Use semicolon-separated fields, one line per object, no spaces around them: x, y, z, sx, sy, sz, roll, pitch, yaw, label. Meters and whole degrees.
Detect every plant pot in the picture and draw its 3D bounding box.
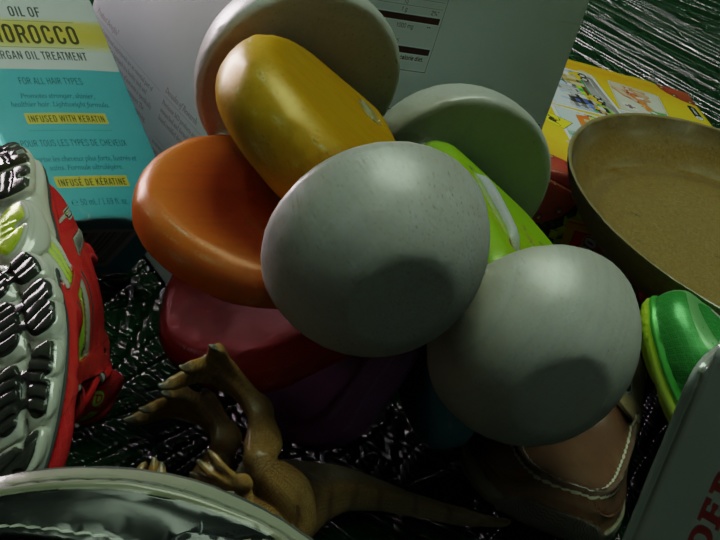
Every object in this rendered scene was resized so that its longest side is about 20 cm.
0.182;-0.009;0.969;0.198;0.028;0.201;19;29;-11;plant pot

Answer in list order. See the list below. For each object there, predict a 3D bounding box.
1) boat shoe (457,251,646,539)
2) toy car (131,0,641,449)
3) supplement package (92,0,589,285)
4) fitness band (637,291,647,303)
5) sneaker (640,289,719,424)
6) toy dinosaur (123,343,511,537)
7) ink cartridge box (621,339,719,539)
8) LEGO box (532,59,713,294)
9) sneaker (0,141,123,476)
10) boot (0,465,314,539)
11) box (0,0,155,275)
0.087;0.046;0.888;0.075;0.072;0.200;18;22;-3;boat shoe
0.000;0.000;0.804;0.199;0.150;0.176;30;22;-34;toy car
-0.021;-0.101;0.967;0.146;0.202;0.191;4;27;-33;supplement package
0.216;0.057;0.966;0.200;0.038;0.143;42;36;21;fitness band
0.198;0.071;0.859;0.200;0.084;0.074;41;20;3;sneaker
-0.033;0.082;0.754;0.107;0.060;0.200;58;28;8;toy dinosaur
0.189;0.120;0.706;0.199;0.146;0.085;28;23;18;ink cartridge box
0.127;-0.043;1.118;0.147;0.078;0.200;14;23;-16;LEGO box
-0.117;0.033;0.754;0.085;0.077;0.201;52;19;-34;sneaker
-0.040;0.134;0.583;0.202;0.074;0.154;17;25;-3;boot
-0.156;-0.094;0.919;0.082;0.049;0.201;-4;62;-44;box
